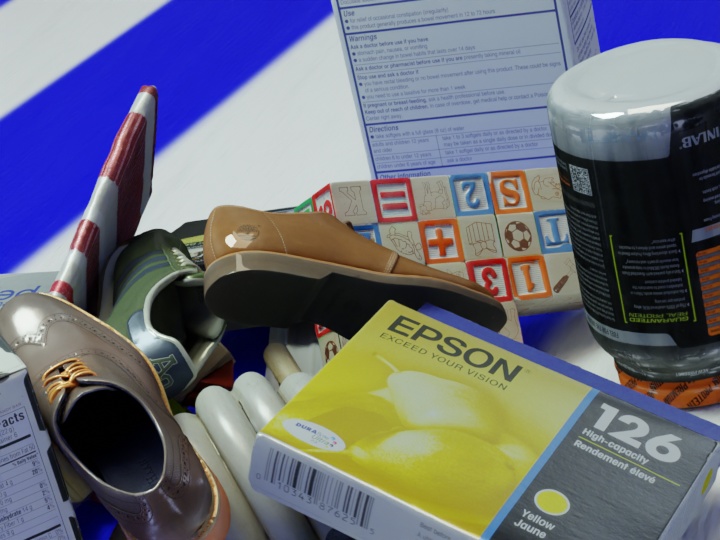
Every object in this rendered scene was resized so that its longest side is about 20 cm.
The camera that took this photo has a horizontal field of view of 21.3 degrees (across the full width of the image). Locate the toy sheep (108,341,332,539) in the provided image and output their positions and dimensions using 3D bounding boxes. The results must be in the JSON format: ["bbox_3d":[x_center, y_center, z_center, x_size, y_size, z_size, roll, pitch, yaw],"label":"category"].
[{"bbox_3d":[-0.050,0.114,1.050,0.200,0.138,0.138,-33,27,-3],"label":"toy sheep"}]

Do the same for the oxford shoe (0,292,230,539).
[{"bbox_3d":[-0.137,0.065,0.990,0.071,0.073,0.200,-40,53,-10],"label":"oxford shoe"}]

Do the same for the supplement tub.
[{"bbox_3d":[0.186,-0.027,1.142,0.122,0.200,0.123,-11,25,5],"label":"supplement tub"}]

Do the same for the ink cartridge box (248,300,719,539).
[{"bbox_3d":[0.077,0.085,0.982,0.197,0.047,0.200,22,39,18],"label":"ink cartridge box"}]

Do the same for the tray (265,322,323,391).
[{"bbox_3d":[-0.014,0.061,1.267,0.107,0.022,0.200,-10,25,5],"label":"tray"}]

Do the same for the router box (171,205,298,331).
[{"bbox_3d":[-0.055,-0.005,1.346,0.200,0.052,0.157,-8,13,18],"label":"router box"}]

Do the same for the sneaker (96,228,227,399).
[{"bbox_3d":[-0.111,0.026,1.129,0.090,0.067,0.200,-23,21,21],"label":"sneaker"}]

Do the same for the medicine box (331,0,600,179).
[{"bbox_3d":[0.088,-0.173,1.492,0.182,0.200,0.103,-4,27,18],"label":"medicine box"}]

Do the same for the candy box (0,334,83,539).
[{"bbox_3d":[-0.195,0.123,1.018,0.061,0.200,0.136,-22,26,-19],"label":"candy box"}]

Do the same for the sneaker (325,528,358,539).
[{"bbox_3d":[0.038,0.147,0.996,0.200,0.079,0.079,-10,35,-19],"label":"sneaker"}]

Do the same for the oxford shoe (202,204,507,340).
[{"bbox_3d":[0.000,0.000,1.120,0.200,0.071,0.071,15,46,-30],"label":"oxford shoe"}]

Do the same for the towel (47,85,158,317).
[{"bbox_3d":[-0.170,0.000,1.175,0.023,0.144,0.200,20,64,0],"label":"towel"}]

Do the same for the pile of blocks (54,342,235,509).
[{"bbox_3d":[-0.148,0.111,1.206,0.200,0.082,0.062,-39,77,-27],"label":"pile of blocks"}]

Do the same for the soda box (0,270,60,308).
[{"bbox_3d":[-0.300,0.046,1.389,0.200,0.064,0.068,-3,27,20],"label":"soda box"}]

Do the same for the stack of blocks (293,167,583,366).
[{"bbox_3d":[0.067,0.000,1.223,0.200,0.115,0.059,-6,-12,-27],"label":"stack of blocks"}]
